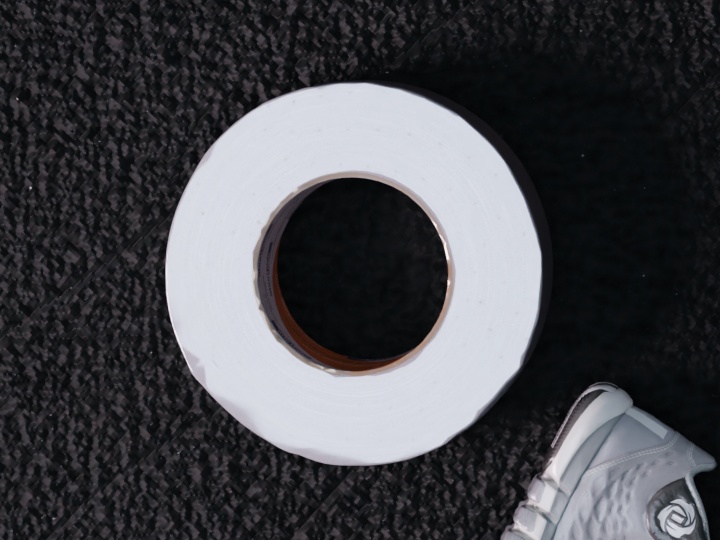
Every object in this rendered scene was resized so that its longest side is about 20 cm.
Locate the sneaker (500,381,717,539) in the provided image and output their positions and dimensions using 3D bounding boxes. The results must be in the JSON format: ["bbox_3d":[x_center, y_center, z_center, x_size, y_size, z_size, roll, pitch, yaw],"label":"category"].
[{"bbox_3d":[0.123,0.169,1.556,0.115,0.075,0.200,29,96,3],"label":"sneaker"}]

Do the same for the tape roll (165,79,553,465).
[{"bbox_3d":[0.000,0.000,1.565,0.200,0.066,0.201,1,93,9],"label":"tape roll"}]
